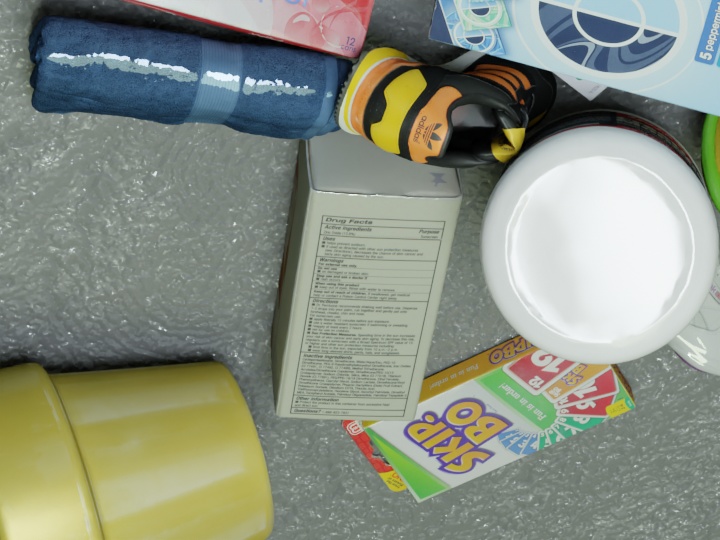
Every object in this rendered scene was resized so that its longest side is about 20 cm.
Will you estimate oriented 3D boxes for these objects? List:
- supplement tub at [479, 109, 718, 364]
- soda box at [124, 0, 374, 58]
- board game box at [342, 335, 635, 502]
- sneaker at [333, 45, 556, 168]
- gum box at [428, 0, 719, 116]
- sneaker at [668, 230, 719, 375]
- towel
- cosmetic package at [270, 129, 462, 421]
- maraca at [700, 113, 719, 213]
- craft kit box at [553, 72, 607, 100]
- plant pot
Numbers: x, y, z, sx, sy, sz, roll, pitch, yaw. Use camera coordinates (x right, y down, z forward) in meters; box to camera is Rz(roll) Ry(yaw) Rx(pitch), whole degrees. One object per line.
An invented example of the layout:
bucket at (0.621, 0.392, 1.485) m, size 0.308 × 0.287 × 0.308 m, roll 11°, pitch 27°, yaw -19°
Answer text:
supplement tub at (0.148, -0.026, 1.325) m, size 0.140 × 0.200 × 0.141 m, roll 1°, pitch 99°, yaw 7°
soda box at (-0.091, -0.182, 1.259) m, size 0.199 × 0.063 × 0.070 m, roll 12°, pitch 98°, yaw -18°
board game box at (0.093, 0.104, 1.573) m, size 0.199 × 0.030 × 0.096 m, roll -24°, pitch 129°, yaw 15°
sneaker at (0.074, -0.090, 1.306) m, size 0.200 × 0.090 × 0.070 m, roll -6°, pitch 123°, yaw -52°
gum box at (0.148, -0.180, 1.192) m, size 0.199 × 0.045 × 0.170 m, roll 15°, pitch 137°, yaw 5°
sneaker at (0.233, 0.008, 1.477) m, size 0.199 × 0.075 × 0.100 m, roll 24°, pitch 124°, yaw -26°
towel at (-0.103, -0.114, 1.303) m, size 0.199 × 0.112 × 0.049 m, roll 7°, pitch 85°, yaw -12°
cosmetic package at (0.000, 0.000, 1.427) m, size 0.103 × 0.087 × 0.201 m, roll 4°, pitch 131°, yaw -10°
maraca at (0.308, -0.068, 1.397) m, size 0.199 × 0.138 × 0.107 m, roll 6°, pitch 170°, yaw -24°
craft kit box at (0.123, -0.217, 1.228) m, size 0.197 × 0.049 × 0.200 m, roll 33°, pitch 135°, yaw -16°
plant pot at (-0.168, 0.148, 1.475) m, size 0.188 × 0.201 × 0.201 m, roll -16°, pitch 133°, yaw -16°
